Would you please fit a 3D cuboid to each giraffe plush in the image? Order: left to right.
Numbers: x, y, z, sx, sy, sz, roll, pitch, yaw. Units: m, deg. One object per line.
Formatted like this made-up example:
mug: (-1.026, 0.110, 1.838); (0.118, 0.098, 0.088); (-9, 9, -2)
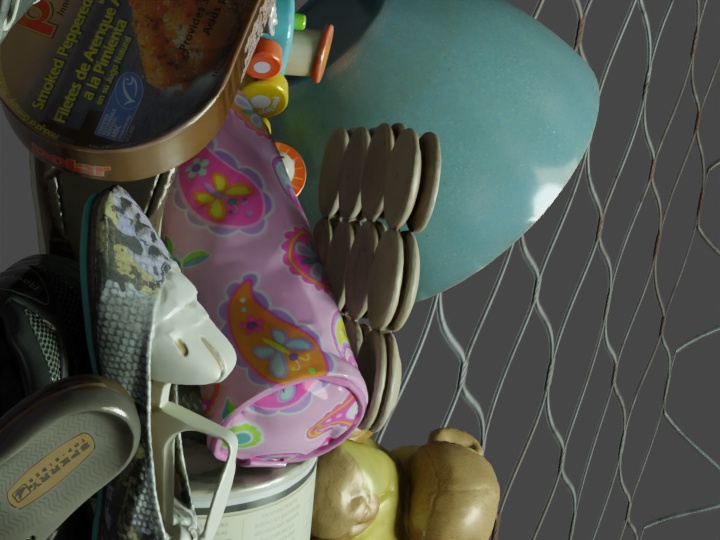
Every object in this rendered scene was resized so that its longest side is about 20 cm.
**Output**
giraffe plush: (0.008, 0.138, 1.564); (0.200, 0.162, 0.173); (-163, -91, -70)

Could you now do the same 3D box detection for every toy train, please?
toy train: (-0.044, -0.066, 1.470); (0.150, 0.055, 0.201); (-124, -140, -74)

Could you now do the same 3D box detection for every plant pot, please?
plant pot: (0.021, -0.098, 1.584); (0.135, 0.200, 0.200); (46, 49, -28)

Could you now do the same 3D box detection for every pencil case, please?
pencil case: (-0.064, 0.000, 1.334); (0.088, 0.087, 0.200); (77, -9, -59)

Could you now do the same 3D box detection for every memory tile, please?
memory tile: (0.000, 0.000, 1.387); (0.200, 0.017, 0.154); (-166, -95, -77)

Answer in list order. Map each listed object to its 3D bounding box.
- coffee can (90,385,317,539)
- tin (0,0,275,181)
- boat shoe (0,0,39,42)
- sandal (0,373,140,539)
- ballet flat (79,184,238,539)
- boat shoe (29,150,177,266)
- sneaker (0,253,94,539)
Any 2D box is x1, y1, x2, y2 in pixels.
coffee can: (-0.099, 0.166, 1.388); (0.146, 0.146, 0.201); (-48, 148, -61)
tin: (-0.096, -0.130, 1.226); (0.042, 0.112, 0.200); (95, 15, -63)
boat shoe: (-0.151, -0.169, 1.065); (0.200, 0.070, 0.064); (88, 20, -48)
sandal: (-0.167, 0.127, 1.151); (0.200, 0.055, 0.082); (-38, 141, -8)
ballet flat: (-0.089, 0.059, 1.240); (0.072, 0.072, 0.201); (-37, 130, -67)
boat shoe: (-0.128, -0.038, 1.299); (0.076, 0.071, 0.201); (-127, -138, -71)
sneaker: (-0.167, 0.100, 1.234); (0.114, 0.076, 0.200); (-30, 128, -67)
